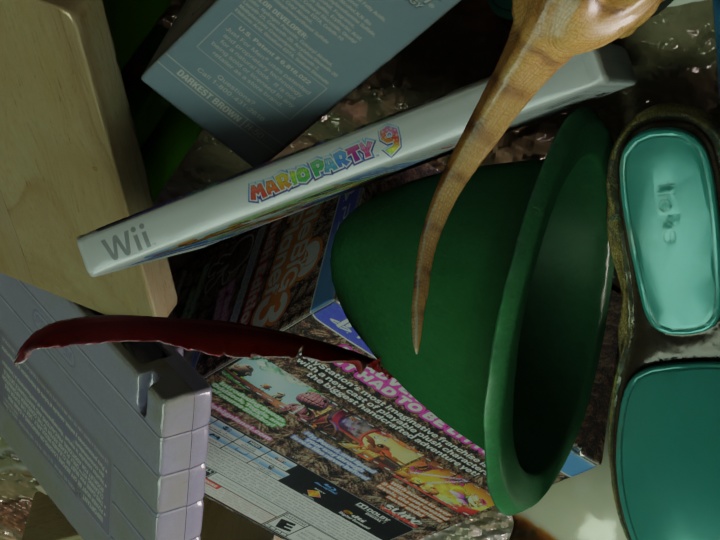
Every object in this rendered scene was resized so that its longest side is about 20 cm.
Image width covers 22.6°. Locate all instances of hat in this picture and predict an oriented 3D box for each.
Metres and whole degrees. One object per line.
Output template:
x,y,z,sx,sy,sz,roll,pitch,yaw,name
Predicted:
0.000,0.000,0.745,0.175,0.167,0.200,11,167,19,hat

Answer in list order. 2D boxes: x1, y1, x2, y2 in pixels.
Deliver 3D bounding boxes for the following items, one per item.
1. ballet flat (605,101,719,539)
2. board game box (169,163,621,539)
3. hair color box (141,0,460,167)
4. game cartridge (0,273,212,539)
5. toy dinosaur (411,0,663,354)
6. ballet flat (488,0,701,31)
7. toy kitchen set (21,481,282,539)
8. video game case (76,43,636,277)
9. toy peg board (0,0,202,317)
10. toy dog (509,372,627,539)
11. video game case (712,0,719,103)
0.138,0.028,0.759,0.070,0.071,0.202,-1,102,20,ballet flat
-0.001,0.048,0.879,0.159,0.097,0.200,33,141,-25,board game box
0.011,-0.127,0.627,0.060,0.099,0.200,37,140,-16,hair color box
-0.133,0.056,0.853,0.200,0.038,0.130,41,139,41,game cartridge
0.063,-0.081,0.562,0.060,0.106,0.201,36,113,4,toy dinosaur
0.125,-0.132,0.620,0.068,0.069,0.200,17,147,-27,ballet flat
-0.134,0.176,1.027,0.199,0.181,0.163,-17,134,30,toy kitchen set
0.005,-0.044,0.692,0.199,0.143,0.018,-20,91,14,video game case
-0.160,-0.098,0.757,0.198,0.098,0.201,20,147,18,toy peg board
0.168,0.119,0.870,0.199,0.141,0.193,7,178,29,toy dog
0.161,-0.011,0.704,0.018,0.144,0.201,-7,141,16,video game case
